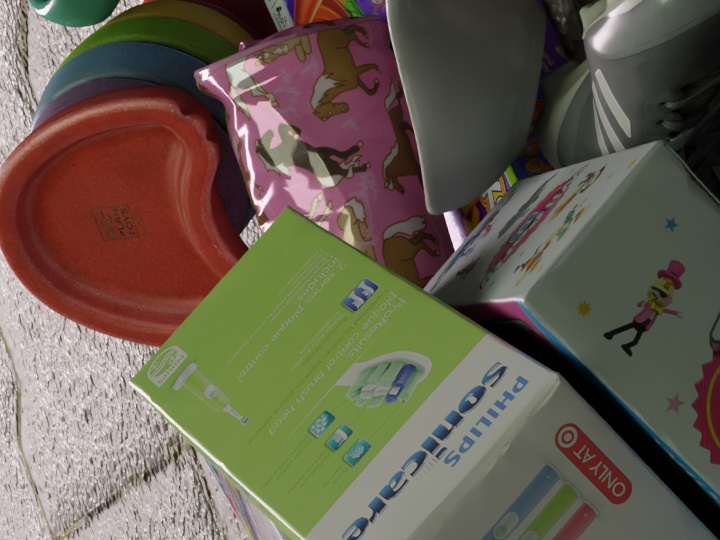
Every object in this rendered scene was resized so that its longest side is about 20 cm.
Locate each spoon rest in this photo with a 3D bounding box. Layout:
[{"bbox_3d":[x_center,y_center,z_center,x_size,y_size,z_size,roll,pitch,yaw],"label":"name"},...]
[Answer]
[{"bbox_3d":[0.036,-0.085,0.833,0.200,0.060,0.100,105,175,-71],"label":"spoon rest"}]

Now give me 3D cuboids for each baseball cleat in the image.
[{"bbox_3d":[0.112,-0.049,0.813,0.107,0.070,0.200,58,172,6],"label":"baseball cleat"}]

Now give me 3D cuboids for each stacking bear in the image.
[{"bbox_3d":[-0.078,-0.071,1.095,0.200,0.113,0.122,-68,-33,-52],"label":"stacking bear"}]

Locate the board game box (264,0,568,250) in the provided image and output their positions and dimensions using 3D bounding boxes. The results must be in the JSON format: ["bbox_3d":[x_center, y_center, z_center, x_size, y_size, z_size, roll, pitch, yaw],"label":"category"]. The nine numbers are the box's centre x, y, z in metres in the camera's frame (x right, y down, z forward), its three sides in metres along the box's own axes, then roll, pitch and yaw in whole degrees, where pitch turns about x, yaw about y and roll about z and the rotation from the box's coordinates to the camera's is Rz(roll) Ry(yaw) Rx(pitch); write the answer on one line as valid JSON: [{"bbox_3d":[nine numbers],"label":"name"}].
[{"bbox_3d":[0.025,-0.084,1.004,0.201,0.045,0.135,66,154,15],"label":"board game box"}]

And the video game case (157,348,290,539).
[{"bbox_3d":[-0.051,0.110,1.247,0.183,0.023,0.200,57,171,30],"label":"video game case"}]

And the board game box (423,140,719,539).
[{"bbox_3d":[0.100,0.038,0.780,0.148,0.064,0.200,44,172,-4],"label":"board game box"}]

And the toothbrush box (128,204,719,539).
[{"bbox_3d":[0.031,0.077,0.785,0.146,0.086,0.200,45,175,-27],"label":"toothbrush box"}]

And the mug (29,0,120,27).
[{"bbox_3d":[-0.102,-0.216,1.067,0.114,0.152,0.186,-7,113,62],"label":"mug"}]

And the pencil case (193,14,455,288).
[{"bbox_3d":[0.000,0.000,0.963,0.086,0.083,0.201,-17,90,34],"label":"pencil case"}]
